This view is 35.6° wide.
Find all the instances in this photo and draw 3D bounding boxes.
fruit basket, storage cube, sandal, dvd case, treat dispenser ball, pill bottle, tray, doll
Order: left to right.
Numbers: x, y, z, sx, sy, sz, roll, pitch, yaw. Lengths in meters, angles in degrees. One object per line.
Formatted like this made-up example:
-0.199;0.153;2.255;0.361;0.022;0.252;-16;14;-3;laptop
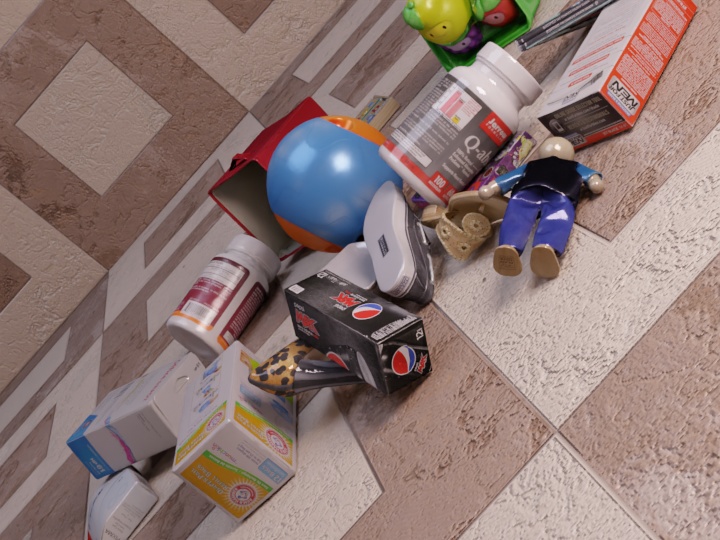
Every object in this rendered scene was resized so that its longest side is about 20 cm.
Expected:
-0.225;0.044;1.882;0.200;0.114;0.114;-56;19;-23;pill bottle
-0.115;-0.155;1.904;0.171;0.200;0.180;-27;22;51;storage cube
-0.037;-0.126;1.638;0.201;0.201;0.201;-43;18;18;treat dispenser ball
0.000;0.000;1.463;0.107;0.022;0.200;-6;18;24;tray
0.128;-0.185;1.421;0.200;0.116;0.116;-47;18;6;pill bottle
0.164;-0.408;1.813;0.215;0.156;0.216;-36;8;6;fruit basket
0.123;-0.044;1.339;0.212;0.077;0.070;170;113;-73;sandal
0.191;-0.078;1.200;0.136;0.049;0.200;1;44;25;doll
0.313;-0.346;1.452;0.146;0.022;0.200;-27;4;-36;dvd case

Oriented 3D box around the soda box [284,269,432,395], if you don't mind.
-0.006;0.065;1.258;0.063;0.071;0.200;-25;28;-25;soda box

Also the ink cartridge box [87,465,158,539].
-0.395;0.389;1.680;0.200;0.047;0.160;-50;18;-11;ink cartridge box

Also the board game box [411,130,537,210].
0.147;-0.131;1.498;0.120;0.032;0.200;-56;19;-8;board game box

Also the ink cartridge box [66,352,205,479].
-0.333;0.225;1.733;0.200;0.085;0.145;-28;16;32;ink cartridge box

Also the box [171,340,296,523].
-0.152;0.196;1.389;0.101;0.112;0.200;-43;19;14;box

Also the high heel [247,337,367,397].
-0.069;0.084;1.386;0.142;0.072;0.200;-5;27;-3;high heel

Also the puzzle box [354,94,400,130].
-0.013;-0.250;2.130;0.200;0.025;0.133;-50;17;-2;puzzle box

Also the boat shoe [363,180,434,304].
0.055;-0.034;1.402;0.072;0.068;0.200;-50;30;26;boat shoe

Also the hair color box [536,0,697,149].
0.299;-0.241;1.300;0.200;0.064;0.111;-56;18;-25;hair color box
